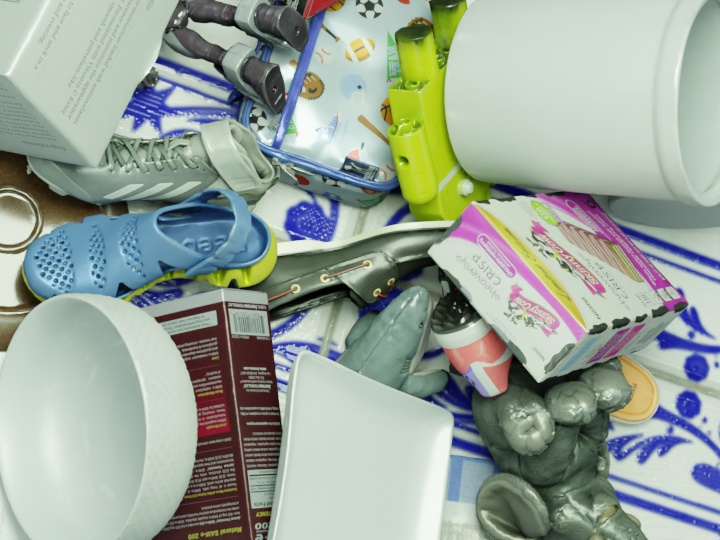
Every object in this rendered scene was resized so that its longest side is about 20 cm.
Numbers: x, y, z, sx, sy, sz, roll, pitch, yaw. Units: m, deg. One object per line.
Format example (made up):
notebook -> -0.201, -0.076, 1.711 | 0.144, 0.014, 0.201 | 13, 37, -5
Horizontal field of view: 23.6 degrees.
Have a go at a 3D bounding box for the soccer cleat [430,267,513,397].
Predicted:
soccer cleat -> 0.102, 0.030, 1.400 | 0.068, 0.200, 0.073 | -20, 109, 18

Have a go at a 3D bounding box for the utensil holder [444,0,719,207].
utensil holder -> 0.189, -0.141, 1.369 | 0.170, 0.200, 0.170 | -14, 107, -58

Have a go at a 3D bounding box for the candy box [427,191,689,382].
candy box -> 0.159, 0.006, 1.350 | 0.136, 0.061, 0.200 | 50, 28, 18

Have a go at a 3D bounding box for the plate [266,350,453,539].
plate -> -0.007, 0.182, 1.329 | 0.200, 0.032, 0.200 | 27, 65, -47

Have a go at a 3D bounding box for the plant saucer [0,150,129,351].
plant saucer -> -0.279, -0.037, 1.357 | 0.200, 0.034, 0.200 | 3, 79, -16

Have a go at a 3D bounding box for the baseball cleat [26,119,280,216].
baseball cleat -> -0.156, -0.091, 1.346 | 0.200, 0.106, 0.070 | 10, 53, -38

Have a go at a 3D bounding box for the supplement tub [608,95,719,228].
supplement tub -> 0.282, -0.147, 1.494 | 0.132, 0.132, 0.200 | 7, 77, -15

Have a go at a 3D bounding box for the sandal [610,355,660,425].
sandal -> 0.172, 0.066, 1.455 | 0.207, 0.059, 0.079 | 24, 73, -10

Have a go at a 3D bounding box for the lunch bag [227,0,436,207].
lunch bag -> -0.020, -0.157, 1.437 | 0.160, 0.076, 0.200 | 20, 73, -9

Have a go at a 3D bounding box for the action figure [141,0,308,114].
action figure -> -0.144, -0.199, 1.389 | 0.200, 0.069, 0.130 | 24, 83, 22

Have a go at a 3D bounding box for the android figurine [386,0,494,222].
android figurine -> 0.076, -0.120, 1.418 | 0.182, 0.041, 0.200 | -47, 134, -46

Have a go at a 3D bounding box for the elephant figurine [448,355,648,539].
elephant figurine -> 0.160, 0.174, 1.390 | 0.141, 0.155, 0.200 | -9, 111, 0

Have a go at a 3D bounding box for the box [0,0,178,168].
box -> -0.262, -0.203, 1.292 | 0.200, 0.131, 0.199 | 11, 67, 30

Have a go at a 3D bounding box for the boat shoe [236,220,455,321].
boat shoe -> 0.000, 0.001, 1.398 | 0.201, 0.074, 0.063 | -11, 76, -2

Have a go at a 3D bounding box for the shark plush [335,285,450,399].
shark plush -> -0.019, 0.090, 1.382 | 0.200, 0.083, 0.091 | -34, 72, -8

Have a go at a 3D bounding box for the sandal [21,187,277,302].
sandal -> -0.160, -0.022, 1.319 | 0.200, 0.087, 0.080 | -13, 70, -13

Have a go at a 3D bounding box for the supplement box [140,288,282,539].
supplement box -> -0.118, 0.122, 1.328 | 0.061, 0.109, 0.200 | 8, 73, -56

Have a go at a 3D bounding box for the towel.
towel -> 0.050, 0.244, 1.402 | 0.147, 0.024, 0.200 | 10, 76, -15

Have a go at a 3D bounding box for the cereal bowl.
cereal bowl -> -0.186, 0.115, 1.281 | 0.083, 0.200, 0.200 | 0, 78, -44

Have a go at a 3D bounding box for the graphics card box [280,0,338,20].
graphics card box -> -0.075, -0.299, 1.410 | 0.200, 0.051, 0.125 | 39, 48, 16
